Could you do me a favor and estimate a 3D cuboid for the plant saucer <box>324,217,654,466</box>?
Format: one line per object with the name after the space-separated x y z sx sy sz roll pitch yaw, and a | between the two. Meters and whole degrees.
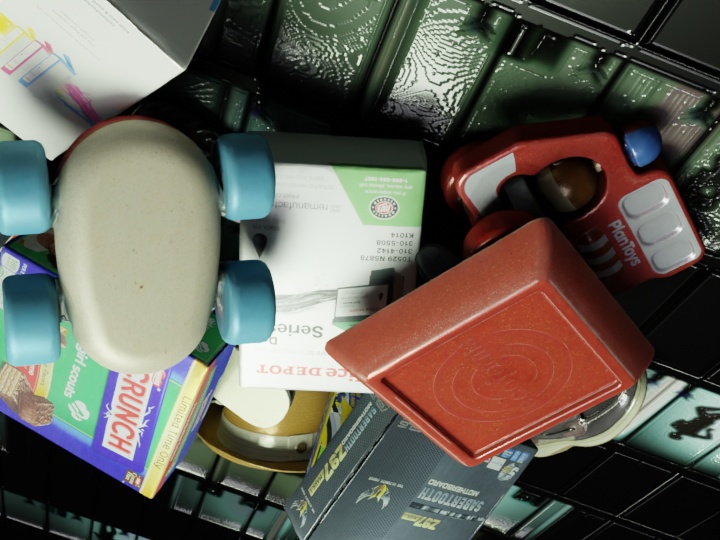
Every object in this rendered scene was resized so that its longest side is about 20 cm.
0.107 0.074 0.768 0.199 0.037 0.200 -30 131 20 | plant saucer

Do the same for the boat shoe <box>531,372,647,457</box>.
0.209 0.139 1.012 0.064 0.072 0.200 23 150 -17 | boat shoe

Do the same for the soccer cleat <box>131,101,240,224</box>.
-0.116 -0.077 0.869 0.199 0.069 0.073 29 162 -18 | soccer cleat

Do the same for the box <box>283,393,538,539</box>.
0.051 0.192 0.918 0.199 0.051 0.158 24 108 -39 | box

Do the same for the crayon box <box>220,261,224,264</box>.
-0.165 0.047 1.048 0.198 0.059 0.119 5 143 16 | crayon box

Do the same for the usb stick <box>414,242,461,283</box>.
0.088 0.030 0.828 0.033 0.056 0.200 -38 153 3 | usb stick

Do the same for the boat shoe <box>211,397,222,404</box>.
-0.144 0.099 0.975 0.198 0.064 0.071 9 148 -21 | boat shoe

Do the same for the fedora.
-0.083 0.146 1.091 0.199 0.201 0.083 10 108 9 | fedora

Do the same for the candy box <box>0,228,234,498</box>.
-0.226 0.078 0.865 0.199 0.077 0.170 28 121 2 | candy box

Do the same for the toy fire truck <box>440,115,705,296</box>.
0.165 -0.043 0.773 0.167 0.113 0.200 -28 130 14 | toy fire truck

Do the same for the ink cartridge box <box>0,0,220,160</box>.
-0.204 -0.184 0.696 0.199 0.129 0.125 -20 130 42 | ink cartridge box

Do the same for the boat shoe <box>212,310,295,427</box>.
-0.139 0.057 0.911 0.201 0.063 0.074 44 110 -10 | boat shoe

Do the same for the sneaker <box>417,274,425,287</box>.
0.000 0.000 0.910 0.199 0.074 0.080 27 126 2 | sneaker

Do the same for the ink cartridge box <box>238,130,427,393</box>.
-0.026 -0.004 0.812 0.145 0.084 0.202 2 114 -2 | ink cartridge box

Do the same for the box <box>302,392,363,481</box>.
-0.005 0.148 0.993 0.064 0.202 0.070 18 175 -3 | box

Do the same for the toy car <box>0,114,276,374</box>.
-0.176 -0.034 0.744 0.183 0.200 0.179 -5 107 -20 | toy car

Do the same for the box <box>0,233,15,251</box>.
-0.294 0.015 0.969 0.158 0.046 0.200 34 138 -23 | box
